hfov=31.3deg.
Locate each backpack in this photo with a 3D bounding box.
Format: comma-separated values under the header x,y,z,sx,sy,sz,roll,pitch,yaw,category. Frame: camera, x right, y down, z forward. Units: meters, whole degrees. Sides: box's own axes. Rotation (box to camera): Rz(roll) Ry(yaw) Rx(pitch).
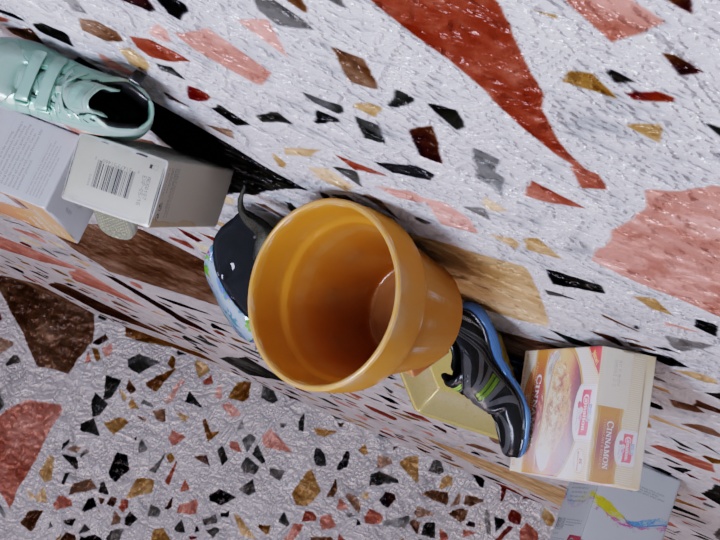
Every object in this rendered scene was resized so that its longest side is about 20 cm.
x,y,z,sx,sy,sz,roll,pitch,yaw,category
-0.126,0.018,1.637,0.163,0.154,0.200,56,-171,1,backpack

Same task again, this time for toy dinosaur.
x,y,z,sx,sy,sz,roll,pitch,yaw,category
-0.094,-0.002,1.474,0.077,0.200,0.102,-6,-177,-7,toy dinosaur

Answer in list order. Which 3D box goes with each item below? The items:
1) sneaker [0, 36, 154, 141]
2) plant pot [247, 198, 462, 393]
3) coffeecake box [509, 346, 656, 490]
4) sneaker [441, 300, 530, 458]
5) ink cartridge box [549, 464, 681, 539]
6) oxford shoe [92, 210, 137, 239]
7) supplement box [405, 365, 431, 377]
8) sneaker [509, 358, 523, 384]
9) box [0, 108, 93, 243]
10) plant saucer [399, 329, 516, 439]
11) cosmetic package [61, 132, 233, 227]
x,y,z,sx,sy,sz,roll,pitch,yaw,category
-0.291,-0.182,1.239,0.200,0.074,0.118,17,177,-17,sneaker
0.012,0.036,1.391,0.200,0.201,0.183,14,-179,37,plant pot
0.259,0.173,1.520,0.073,0.154,0.200,12,171,-17,coffeecake box
0.144,0.138,1.562,0.200,0.083,0.071,65,164,0,sneaker
0.428,0.422,2.187,0.144,0.200,0.145,22,169,-7,ink cartridge box
-0.316,-0.109,1.655,0.075,0.058,0.200,15,154,4,oxford shoe
0.022,0.068,1.649,0.200,0.069,0.067,24,141,52,supplement box
0.179,0.142,1.790,0.200,0.066,0.078,15,157,29,sneaker
-0.450,-0.136,1.662,0.200,0.107,0.152,21,168,10,box
0.134,0.131,1.720,0.200,0.048,0.200,13,139,40,plant saucer
-0.220,-0.093,1.356,0.103,0.073,0.200,19,-175,13,cosmetic package
